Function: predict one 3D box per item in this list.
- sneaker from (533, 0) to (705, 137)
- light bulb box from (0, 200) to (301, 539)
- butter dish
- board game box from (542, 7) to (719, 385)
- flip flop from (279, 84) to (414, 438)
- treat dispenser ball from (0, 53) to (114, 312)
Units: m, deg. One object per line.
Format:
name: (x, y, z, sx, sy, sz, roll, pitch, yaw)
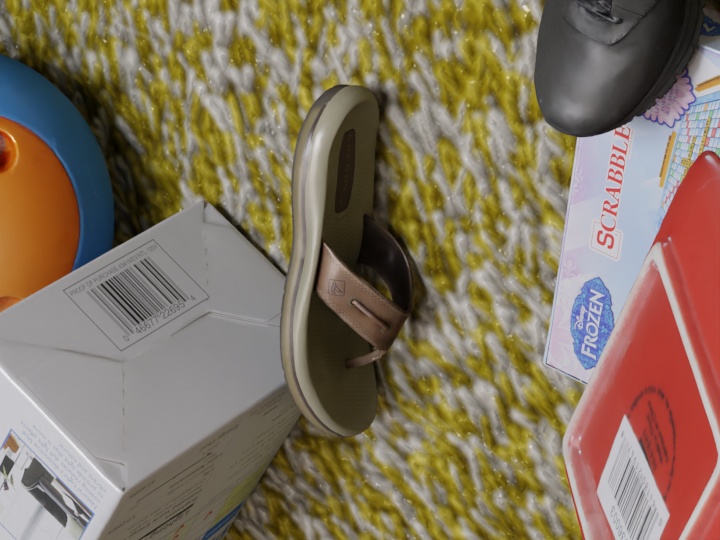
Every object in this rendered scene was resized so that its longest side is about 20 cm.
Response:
sneaker: (0.115, -0.153, 0.985, 0.076, 0.091, 0.201, 29, 109, 30)
light bulb box: (-0.142, 0.097, 1.293, 0.125, 0.198, 0.200, 45, 133, 13)
butter dish: (0.185, 0.084, 0.984, 0.200, 0.147, 0.200, -102, 25, -47)
board game box: (0.186, -0.007, 1.058, 0.199, 0.041, 0.201, 27, 126, 30)
flip flop: (0.000, 0.000, 1.216, 0.057, 0.081, 0.201, 12, 114, 21)
treat dispenser ball: (-0.242, -0.031, 1.320, 0.200, 0.201, 0.202, 20, 122, 34)
